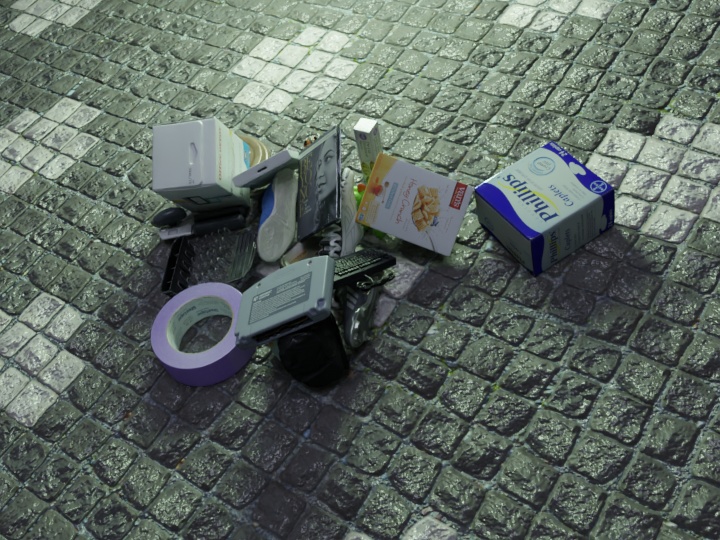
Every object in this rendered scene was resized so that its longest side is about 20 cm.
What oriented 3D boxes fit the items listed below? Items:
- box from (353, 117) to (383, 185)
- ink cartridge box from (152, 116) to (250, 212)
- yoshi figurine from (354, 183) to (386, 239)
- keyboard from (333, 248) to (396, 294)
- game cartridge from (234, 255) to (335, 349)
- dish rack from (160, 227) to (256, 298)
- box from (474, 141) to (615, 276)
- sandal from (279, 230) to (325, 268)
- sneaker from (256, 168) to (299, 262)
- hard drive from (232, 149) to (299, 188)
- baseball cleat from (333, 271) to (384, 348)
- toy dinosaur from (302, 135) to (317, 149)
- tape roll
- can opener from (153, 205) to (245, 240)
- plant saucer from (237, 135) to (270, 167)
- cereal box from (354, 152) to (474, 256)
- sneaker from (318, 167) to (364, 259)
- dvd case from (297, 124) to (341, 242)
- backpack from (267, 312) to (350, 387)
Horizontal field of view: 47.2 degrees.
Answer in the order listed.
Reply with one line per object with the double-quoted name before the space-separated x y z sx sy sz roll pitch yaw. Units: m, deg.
"box" 0.025 -0.221 1.698 0.041 0.201 0.039 16 54 24
"ink cartridge box" -0.338 -0.222 1.770 0.145 0.200 0.148 -4 80 12
"yoshi figurine" 0.067 -0.116 1.689 0.198 0.112 0.113 15 96 9
"keyboard" 0.000 0.000 1.539 0.127 0.021 0.199 28 31 31
"game cartridge" -0.130 0.051 1.433 0.199 0.041 0.134 -23 46 28
"dish rack" -0.308 -0.021 1.698 0.199 0.055 0.154 -16 47 23
"box" 0.353 -0.123 1.589 0.199 0.105 0.184 -32 50 -10
"sandal" -0.092 -0.070 1.702 0.200 0.055 0.082 -39 52 -17
"sneaker" -0.181 -0.109 1.750 0.076 0.111 0.202 11 78 -15
"hard drive" -0.191 -0.215 1.765 0.131 0.200 0.026 -27 92 7
"baseball cleat" -0.018 0.068 1.570 0.106 0.070 0.201 -1 41 23
"toy dinosaur" -0.083 -0.208 1.754 0.101 0.136 0.201 -9 42 11
"tape roll" -0.301 0.122 1.597 0.198 0.066 0.201 -7 50 9
"can opener" -0.353 -0.112 1.801 0.198 0.067 0.054 -11 50 7
"plant saucer" -0.307 -0.249 1.927 0.198 0.030 0.201 -8 49 9
"cereal box" 0.105 -0.128 1.603 0.199 0.040 0.145 20 92 1
"sneaker" -0.032 -0.103 1.648 0.080 0.202 0.075 5 5 -25
"dvd case" -0.084 -0.173 1.652 0.148 0.016 0.202 -26 59 51
"backpack" -0.109 0.099 1.507 0.126 0.167 0.201 -22 43 3
